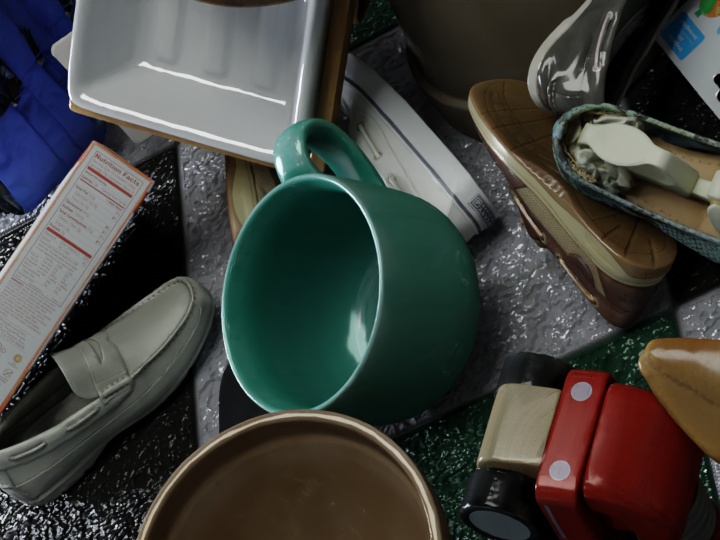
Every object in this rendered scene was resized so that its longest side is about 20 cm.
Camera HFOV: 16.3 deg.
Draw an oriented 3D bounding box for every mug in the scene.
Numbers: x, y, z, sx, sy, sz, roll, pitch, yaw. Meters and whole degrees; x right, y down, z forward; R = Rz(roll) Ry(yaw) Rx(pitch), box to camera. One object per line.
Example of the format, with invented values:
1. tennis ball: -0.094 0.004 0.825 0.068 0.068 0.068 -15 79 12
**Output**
1. mug: 0.006 0.007 1.590 0.152 0.114 0.186 16 95 47

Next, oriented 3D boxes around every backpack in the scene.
1. backpack: -0.280 -0.150 1.904 0.168 0.200 0.162 -40 34 -8

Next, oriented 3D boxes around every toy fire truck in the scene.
1. toy fire truck: 0.169 0.145 1.353 0.199 0.176 0.129 6 61 24

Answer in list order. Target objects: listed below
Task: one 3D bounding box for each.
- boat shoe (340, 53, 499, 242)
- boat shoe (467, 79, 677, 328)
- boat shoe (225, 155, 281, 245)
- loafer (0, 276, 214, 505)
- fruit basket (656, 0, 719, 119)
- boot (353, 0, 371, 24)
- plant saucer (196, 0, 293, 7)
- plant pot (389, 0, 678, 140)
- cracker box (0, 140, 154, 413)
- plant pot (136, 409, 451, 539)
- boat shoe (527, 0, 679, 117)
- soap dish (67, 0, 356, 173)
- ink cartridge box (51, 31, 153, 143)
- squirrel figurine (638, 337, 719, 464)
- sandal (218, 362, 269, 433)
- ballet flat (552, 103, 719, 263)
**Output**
1. boat shoe: 0.020 -0.076 1.709 0.066 0.072 0.200 -40 51 -1
2. boat shoe: 0.125 -0.043 1.591 0.200 0.072 0.072 51 139 35
3. boat shoe: -0.058 -0.077 1.770 0.072 0.072 0.200 -7 42 2
4. loafer: -0.184 0.078 1.745 0.200 0.070 0.070 -47 42 -2
5. fruit basket: 0.286 -0.172 1.554 0.200 0.094 0.185 -40 42 10
6. boot: -0.064 -0.201 1.760 0.144 0.202 0.071 29 34 12
7. plant saucer: -0.057 -0.256 1.630 0.199 0.035 0.201 -8 52 10
8. plant pot: 0.090 -0.214 1.680 0.199 0.174 0.201 -20 49 24
9. cracker box: -0.230 0.012 1.795 0.200 0.058 0.134 -57 6 -13
10. plant pot: -0.031 0.192 1.504 0.200 0.093 0.202 -9 64 19
11. boat shoe: 0.182 -0.175 1.602 0.057 0.067 0.200 19 66 39
12. soap dish: -0.096 -0.163 1.698 0.199 0.081 0.158 16 110 20
13. ink cartridge box: -0.124 -0.200 1.874 0.200 0.115 0.068 -35 33 11
14. squirrel figurine: 0.279 0.068 1.336 0.141 0.187 0.200 -41 77 26
15. sandal: -0.071 0.128 1.638 0.076 0.043 0.201 -27 45 19
16. ballet flat: 0.201 -0.049 1.497 0.199 0.074 0.074 19 70 22
